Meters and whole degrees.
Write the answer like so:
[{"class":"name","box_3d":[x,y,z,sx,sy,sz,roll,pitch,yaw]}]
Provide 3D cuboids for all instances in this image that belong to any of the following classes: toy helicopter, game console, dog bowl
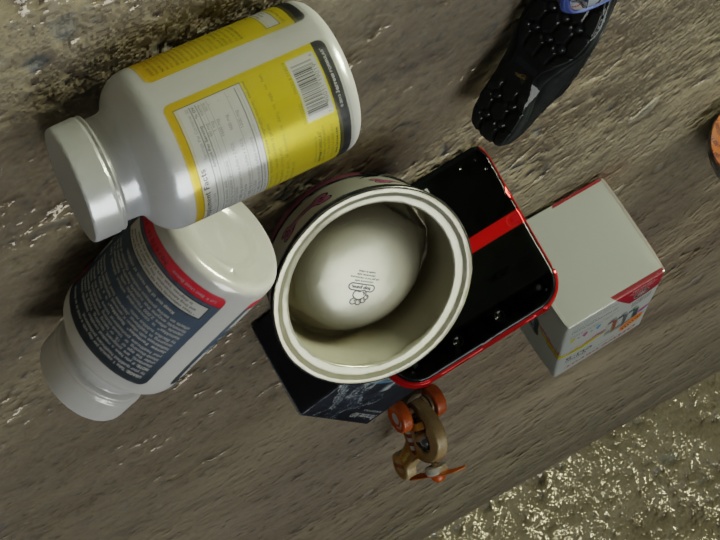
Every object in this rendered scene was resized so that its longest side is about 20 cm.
[{"class":"toy helicopter","box_3d":[0.091,0.270,2.099,0.078,0.133,0.201,-23,159,-24]},{"class":"game console","box_3d":[0.081,0.000,1.385,0.198,0.178,0.031,-31,175,-6]},{"class":"dog bowl","box_3d":[0.000,0.000,1.288,0.197,0.074,0.203,-12,122,-19]}]

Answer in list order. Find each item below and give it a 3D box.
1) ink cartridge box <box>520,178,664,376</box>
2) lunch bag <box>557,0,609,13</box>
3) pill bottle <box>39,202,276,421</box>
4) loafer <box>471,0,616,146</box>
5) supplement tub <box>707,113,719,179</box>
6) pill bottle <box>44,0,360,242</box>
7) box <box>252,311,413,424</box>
[{"class":"ink cartridge box","box_3d":[0.269,0.013,1.746,0.144,0.146,0.200,-30,161,-8]},{"class":"lunch bag","box_3d":[0.217,-0.287,1.063,0.198,0.076,0.161,-28,158,-16]},{"class":"pill bottle","box_3d":[-0.172,0.029,1.139,0.200,0.120,0.119,-43,158,27]},{"class":"loafer","box_3d":[0.164,-0.193,1.225,0.070,0.068,0.201,-40,168,-46]},{"class":"supplement tub","box_3d":[0.508,-0.150,1.765,0.122,0.123,0.199,-38,159,17]},{"class":"pill bottle","box_3d":[-0.107,-0.097,0.950,0.198,0.113,0.112,-26,160,-18]},{"class":"box","box_3d":[0.021,0.062,1.522,0.199,0.118,0.196,-36,160,13]}]
